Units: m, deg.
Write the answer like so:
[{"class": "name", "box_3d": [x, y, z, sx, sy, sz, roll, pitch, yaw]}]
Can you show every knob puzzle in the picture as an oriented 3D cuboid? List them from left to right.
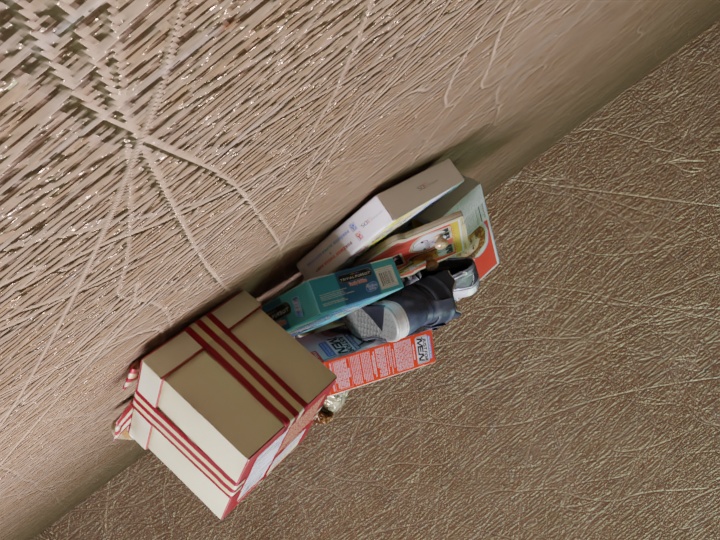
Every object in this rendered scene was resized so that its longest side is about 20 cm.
[{"class": "knob puzzle", "box_3d": [0.066, -0.011, 1.042, 0.219, 0.031, 0.220, -20, 164, -6]}]

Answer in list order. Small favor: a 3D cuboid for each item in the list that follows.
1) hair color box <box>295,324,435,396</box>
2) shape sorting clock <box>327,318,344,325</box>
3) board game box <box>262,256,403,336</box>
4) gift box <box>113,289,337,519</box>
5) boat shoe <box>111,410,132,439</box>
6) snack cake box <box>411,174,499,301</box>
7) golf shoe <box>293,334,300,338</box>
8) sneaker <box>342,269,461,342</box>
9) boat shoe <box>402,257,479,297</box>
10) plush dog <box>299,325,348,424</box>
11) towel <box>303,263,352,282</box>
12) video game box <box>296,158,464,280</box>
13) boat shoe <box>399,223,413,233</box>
[{"class": "hair color box", "box_3d": [0.004, 0.126, 1.118, 0.199, 0.064, 0.111, -14, -160, -18]}, {"class": "shape sorting clock", "box_3d": [-0.019, 0.039, 1.268, 0.199, 0.039, 0.200, -5, -155, 2]}, {"class": "board game box", "box_3d": [-0.062, 0.048, 0.973, 0.151, 0.047, 0.200, -15, 171, -42]}, {"class": "gift box", "box_3d": [-0.171, 0.162, 0.850, 0.184, 0.187, 0.200, -36, 162, -48]}, {"class": "boat shoe", "box_3d": [-0.328, 0.220, 1.132, 0.068, 0.075, 0.200, -18, 176, 7]}, {"class": "snack cake box", "box_3d": [0.166, -0.057, 1.240, 0.115, 0.067, 0.200, -41, 136, -18]}, {"class": "golf shoe", "box_3d": [-0.158, 0.104, 1.152, 0.200, 0.092, 0.075, -50, 165, 17]}, {"class": "sneaker", "box_3d": [0.062, 0.050, 1.075, 0.146, 0.077, 0.202, -22, -164, -26]}, {"class": "boat shoe", "box_3d": [0.094, 0.013, 1.172, 0.199, 0.068, 0.072, -5, -132, 15]}, {"class": "plush dog", "box_3d": [-0.058, 0.177, 1.276, 0.200, 0.160, 0.172, -75, 169, -51]}, {"class": "towel", "box_3d": [0.000, 0.000, 1.166, 0.199, 0.032, 0.191, -20, 177, -7]}, {"class": "video game box", "box_3d": [0.029, -0.068, 0.986, 0.182, 0.047, 0.200, -34, 179, 40]}, {"class": "boat shoe", "box_3d": [0.097, -0.080, 1.285, 0.202, 0.075, 0.086, -31, 174, -31]}]
